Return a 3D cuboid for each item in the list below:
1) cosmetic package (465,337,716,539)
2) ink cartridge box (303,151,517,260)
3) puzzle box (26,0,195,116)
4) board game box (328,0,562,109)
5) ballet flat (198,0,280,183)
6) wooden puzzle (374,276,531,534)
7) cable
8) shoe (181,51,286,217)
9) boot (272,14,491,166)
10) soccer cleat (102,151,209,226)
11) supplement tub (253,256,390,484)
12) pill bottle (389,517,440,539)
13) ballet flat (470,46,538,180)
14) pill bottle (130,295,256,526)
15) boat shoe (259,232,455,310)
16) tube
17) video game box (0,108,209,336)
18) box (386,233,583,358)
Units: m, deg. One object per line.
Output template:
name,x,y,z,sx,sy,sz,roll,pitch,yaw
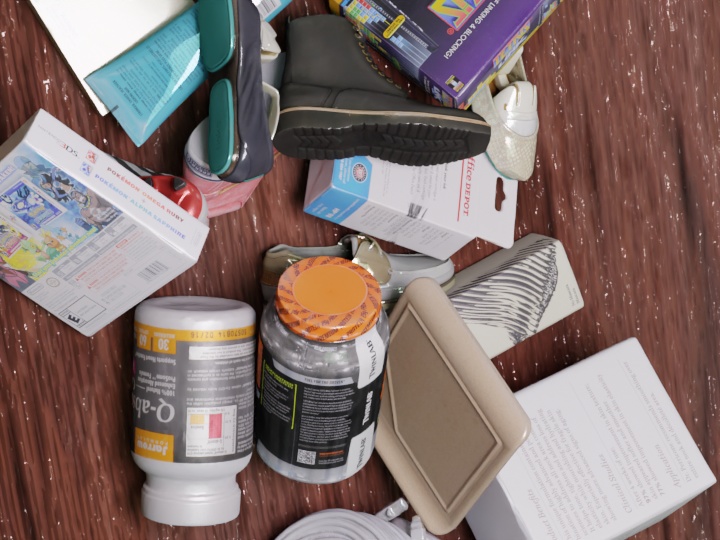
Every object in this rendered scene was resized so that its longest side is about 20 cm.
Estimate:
cosmetic package,0.209,0.198,1.639,0.199,0.166,0.168,-23,75,-16
ink cartridge box,0.051,-0.087,1.597,0.199,0.067,0.117,19,61,-22
puzzle box,-0.237,-0.262,1.509,0.133,0.025,0.201,-34,108,-13
board game box,0.095,-0.275,1.575,0.165,0.057,0.200,39,81,15
ballet flat,-0.105,-0.175,1.469,0.072,0.073,0.202,0,80,-21
wooden puzzle,0.073,0.129,1.563,0.037,0.200,0.186,-18,64,-36
cable,-0.023,0.331,1.582,0.069,0.199,0.201,31,41,-51
shoe,-0.102,-0.128,1.560,0.071,0.091,0.200,39,52,9
boot,0.021,-0.175,1.516,0.198,0.078,0.139,4,63,-8
soccer cleat,-0.228,-0.072,1.496,0.198,0.085,0.069,16,77,14
supplement tub,-0.037,0.093,1.540,0.122,0.123,0.201,-10,135,-19
pill bottle,0.032,0.361,1.650,0.113,0.114,0.201,32,86,-21
ballet flat,0.138,-0.188,1.605,0.067,0.062,0.202,-8,77,-35
pill bottle,-0.157,0.130,1.545,0.115,0.116,0.202,0,97,-21
boat shoe,0.000,0.000,1.609,0.198,0.075,0.069,-9,106,-19
tube,-0.152,-0.207,1.513,0.200,0.050,0.078,-40,92,-8
video game box,-0.259,-0.036,1.448,0.182,0.200,0.047,34,51,-23
box,0.120,0.042,1.664,0.199,0.068,0.083,-29,108,-15
